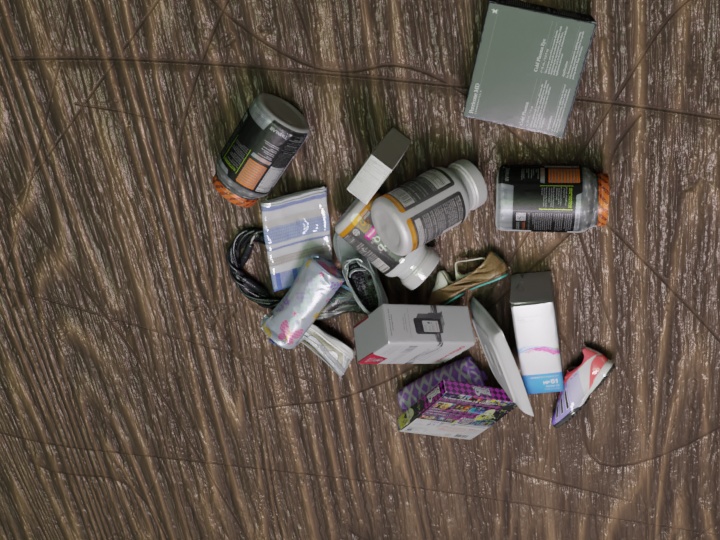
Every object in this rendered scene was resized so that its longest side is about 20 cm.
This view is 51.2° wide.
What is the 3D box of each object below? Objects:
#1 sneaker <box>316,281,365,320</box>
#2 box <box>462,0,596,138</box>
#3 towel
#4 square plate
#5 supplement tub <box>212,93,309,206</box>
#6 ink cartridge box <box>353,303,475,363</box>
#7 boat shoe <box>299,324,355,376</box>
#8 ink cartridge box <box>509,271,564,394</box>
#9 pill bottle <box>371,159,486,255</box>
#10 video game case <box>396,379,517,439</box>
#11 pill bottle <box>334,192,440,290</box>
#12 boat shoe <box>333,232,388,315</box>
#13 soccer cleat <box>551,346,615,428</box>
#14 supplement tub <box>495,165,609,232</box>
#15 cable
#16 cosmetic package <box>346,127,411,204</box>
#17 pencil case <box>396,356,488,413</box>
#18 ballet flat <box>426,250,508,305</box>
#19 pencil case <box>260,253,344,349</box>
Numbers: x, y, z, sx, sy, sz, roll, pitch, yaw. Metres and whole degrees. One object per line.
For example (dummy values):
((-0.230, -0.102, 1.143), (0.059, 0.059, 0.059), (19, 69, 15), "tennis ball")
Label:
((-0.046, 0.056, 1.601), (0.198, 0.073, 0.083), (-10, 95, 11), "sneaker")
((0.289, -0.355, 1.309), (0.181, 0.104, 0.201), (14, 116, 5), "box")
((-0.124, -0.064, 1.535), (0.146, 0.024, 0.202), (-16, 118, -22), "towel")
((0.274, 0.171, 1.504), (0.028, 0.198, 0.201), (-24, 109, 0), "square plate")
((-0.197, -0.228, 1.456), (0.122, 0.123, 0.200), (37, 116, -6), "supplement tub")
((0.107, 0.129, 1.506), (0.198, 0.084, 0.145), (3, 157, -26), "ink cartridge box")
((-0.108, 0.156, 1.636), (0.201, 0.074, 0.065), (32, 76, -13), "boat shoe")
((0.350, 0.120, 1.491), (0.084, 0.145, 0.201), (-8, 113, 15), "ink cartridge box")
((0.128, -0.121, 1.391), (0.199, 0.116, 0.117), (-29, 111, -19), "pill bottle")
((0.206, 0.298, 1.591), (0.199, 0.036, 0.181), (13, 138, -28), "video game case")
((0.055, -0.060, 1.489), (0.200, 0.117, 0.116), (40, 116, -8), "pill bottle")
((-0.001, 0.001, 1.521), (0.070, 0.071, 0.202), (-26, 81, 8), "boat shoe")
((0.451, 0.247, 1.581), (0.073, 0.068, 0.201), (40, 123, 19), "soccer cleat")
((0.351, -0.132, 1.387), (0.198, 0.123, 0.124), (3, 115, 12), "supplement tub")
((-0.203, 0.007, 1.613), (0.162, 0.051, 0.201), (-6, 114, 13), "cable")
((0.036, -0.196, 1.383), (0.051, 0.200, 0.083), (38, 117, -4), "cosmetic package")
((0.176, 0.256, 1.633), (0.199, 0.085, 0.085), (-27, 69, 22), "pencil case")
((0.202, 0.020, 1.529), (0.199, 0.068, 0.073), (-30, 85, 24), "ballet flat")
((-0.119, 0.064, 1.540), (0.091, 0.083, 0.200), (39, 104, 6), "pencil case")
